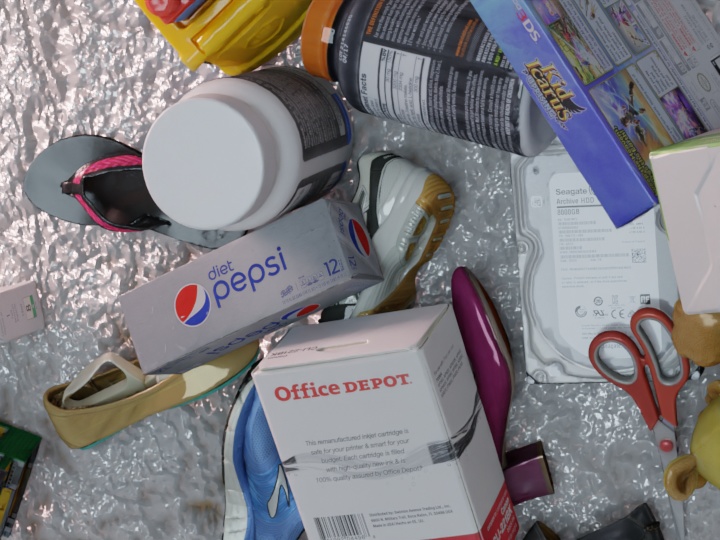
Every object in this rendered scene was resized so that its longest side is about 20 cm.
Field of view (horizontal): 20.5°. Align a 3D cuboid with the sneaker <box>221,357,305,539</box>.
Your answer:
[{"bbox_3d":[-0.066,0.167,1.624,0.088,0.079,0.202,2,107,6],"label":"sneaker"}]

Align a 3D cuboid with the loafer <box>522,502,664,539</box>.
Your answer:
[{"bbox_3d":[0.146,0.233,1.570,0.198,0.073,0.073,-11,88,9],"label":"loafer"}]

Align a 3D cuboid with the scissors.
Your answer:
[{"bbox_3d":[0.238,0.121,1.521,0.073,0.014,0.201,-20,107,20],"label":"scissors"}]

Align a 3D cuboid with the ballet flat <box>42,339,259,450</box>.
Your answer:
[{"bbox_3d":[-0.177,0.088,1.634,0.199,0.069,0.063,-27,117,19],"label":"ballet flat"}]

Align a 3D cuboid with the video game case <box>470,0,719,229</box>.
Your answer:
[{"bbox_3d":[0.188,-0.152,1.427,0.045,0.181,0.201,-34,88,44],"label":"video game case"}]

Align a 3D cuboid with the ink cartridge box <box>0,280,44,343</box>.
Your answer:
[{"bbox_3d":[-0.372,0.059,1.623,0.159,0.200,0.051,-13,96,19],"label":"ink cartridge box"}]

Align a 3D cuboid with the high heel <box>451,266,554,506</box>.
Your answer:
[{"bbox_3d":[0.080,0.101,1.560,0.095,0.067,0.202,-17,98,8],"label":"high heel"}]

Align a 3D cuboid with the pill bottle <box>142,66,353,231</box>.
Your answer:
[{"bbox_3d":[-0.085,-0.092,1.509,0.113,0.200,0.115,3,100,16],"label":"pill bottle"}]

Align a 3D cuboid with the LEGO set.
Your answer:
[{"bbox_3d":[-0.354,0.194,1.659,0.152,0.200,0.117,18,107,-8],"label":"LEGO set"}]

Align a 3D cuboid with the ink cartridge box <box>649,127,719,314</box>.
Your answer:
[{"bbox_3d":[0.294,-0.050,1.398,0.067,0.199,0.118,-8,98,44],"label":"ink cartridge box"}]

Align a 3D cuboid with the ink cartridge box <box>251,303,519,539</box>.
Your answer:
[{"bbox_3d":[0.021,0.137,1.515,0.143,0.084,0.202,-9,112,24],"label":"ink cartridge box"}]

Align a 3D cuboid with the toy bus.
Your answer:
[{"bbox_3d":[-0.137,-0.249,1.504,0.136,0.192,0.201,-40,85,20],"label":"toy bus"}]

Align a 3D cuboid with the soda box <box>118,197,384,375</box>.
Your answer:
[{"bbox_3d":[-0.085,0.014,1.538,0.199,0.063,0.069,-25,77,23],"label":"soda box"}]

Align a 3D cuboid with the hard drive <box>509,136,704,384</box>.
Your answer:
[{"bbox_3d":[0.188,-0.015,1.526,0.138,0.038,0.202,-2,98,17],"label":"hard drive"}]

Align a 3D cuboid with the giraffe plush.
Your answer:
[{"bbox_3d":[0.291,0.099,1.447,0.171,0.200,0.164,9,109,-10],"label":"giraffe plush"}]

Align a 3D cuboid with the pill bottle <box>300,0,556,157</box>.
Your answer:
[{"bbox_3d":[0.055,-0.159,1.498,0.198,0.106,0.107,17,104,24],"label":"pill bottle"}]

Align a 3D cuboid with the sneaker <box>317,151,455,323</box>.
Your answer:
[{"bbox_3d":[0.000,0.000,1.578,0.087,0.075,0.201,34,106,26],"label":"sneaker"}]

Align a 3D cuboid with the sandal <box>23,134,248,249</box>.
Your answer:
[{"bbox_3d":[-0.186,-0.063,1.627,0.198,0.045,0.076,13,103,14],"label":"sandal"}]
